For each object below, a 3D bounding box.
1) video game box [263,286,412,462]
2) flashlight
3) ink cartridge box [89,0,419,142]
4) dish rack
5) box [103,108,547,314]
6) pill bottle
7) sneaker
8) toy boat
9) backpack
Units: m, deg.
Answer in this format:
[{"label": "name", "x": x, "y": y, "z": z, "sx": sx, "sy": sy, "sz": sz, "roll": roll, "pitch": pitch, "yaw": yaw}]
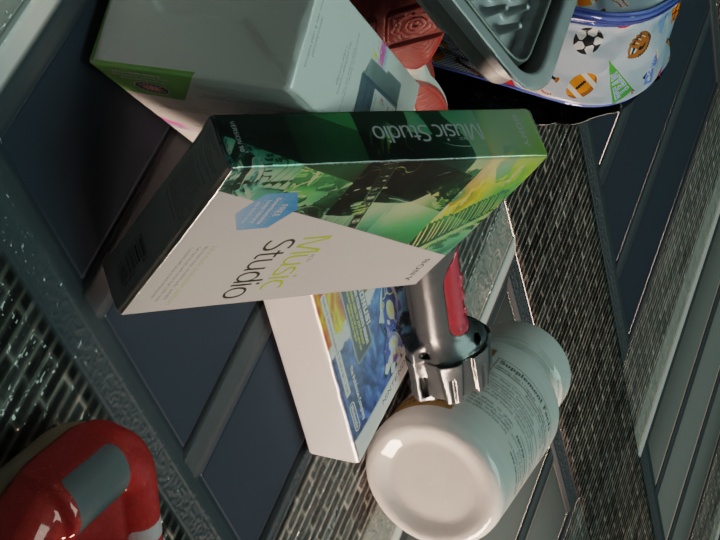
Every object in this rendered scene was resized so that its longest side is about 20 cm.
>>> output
[{"label": "video game box", "x": 0.000, "y": 0.000, "z": 1.099, "sx": 0.200, "sy": 0.047, "sz": 0.182, "roll": 76, "pitch": 31, "yaw": -43}, {"label": "flashlight", "x": 0.060, "y": 0.000, "z": 1.097, "sx": 0.068, "sy": 0.068, "sz": 0.200, "roll": -61, "pitch": 149, "yaw": -44}, {"label": "ink cartridge box", "x": -0.044, "y": -0.099, "z": 0.869, "sx": 0.200, "sy": 0.117, "sz": 0.067, "roll": 39, "pitch": 64, "yaw": -66}, {"label": "dish rack", "x": 0.066, "y": -0.213, "z": 0.893, "sx": 0.172, "sy": 0.043, "sz": 0.200, "roll": 47, "pitch": 49, "yaw": -34}, {"label": "box", "x": -0.018, "y": -0.032, "z": 0.844, "sx": 0.200, "sy": 0.144, "sz": 0.036, "roll": -7, "pitch": 65, "yaw": -36}, {"label": "pill bottle", "x": 0.094, "y": 0.120, "z": 1.271, "sx": 0.200, "sy": 0.114, "sz": 0.115, "roll": -43, "pitch": 137, "yaw": -55}, {"label": "sneaker", "x": 0.004, "y": -0.168, "z": 0.978, "sx": 0.200, "sy": 0.078, "sz": 0.116, "roll": 86, "pitch": -12, "yaw": -63}, {"label": "toy boat", "x": -0.117, "y": 0.180, "z": 0.798, "sx": 0.131, "sy": 0.130, "sz": 0.201, "roll": -43, "pitch": 137, "yaw": -53}, {"label": "backpack", "x": 0.130, "y": -0.197, "z": 1.108, "sx": 0.200, "sy": 0.190, "sz": 0.154, "roll": -52, "pitch": 163, "yaw": -45}]
